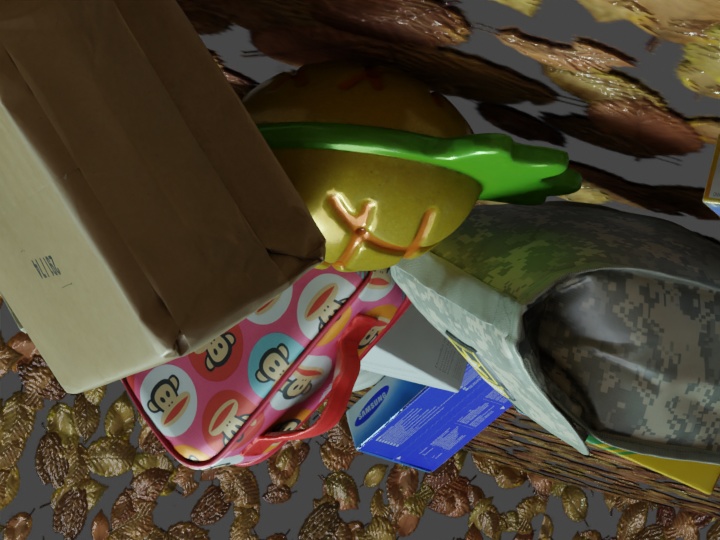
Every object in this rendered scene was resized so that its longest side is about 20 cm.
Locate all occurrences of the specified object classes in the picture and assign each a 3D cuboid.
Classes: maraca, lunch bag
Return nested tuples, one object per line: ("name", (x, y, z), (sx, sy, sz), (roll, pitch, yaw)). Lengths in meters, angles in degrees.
("maraca", (0.014, -0.053, 0.892), (0.197, 0.109, 0.137), (2, 173, 17))
("lunch bag", (0.123, 0.027, 0.950), (0.198, 0.119, 0.164), (10, -168, -26))
("lunch bag", (-0.061, 0.021, 1.047), (0.177, 0.200, 0.082), (52, -158, 24))

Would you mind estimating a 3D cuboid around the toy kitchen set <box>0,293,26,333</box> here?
("toy kitchen set", (-0.235, -0.055, 1.477), (0.201, 0.180, 0.163), (56, -177, 21))

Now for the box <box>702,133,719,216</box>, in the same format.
("box", (0.267, -0.013, 0.875), (0.118, 0.042, 0.199), (10, 167, 37))

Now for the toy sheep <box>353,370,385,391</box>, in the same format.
("toy sheep", (-0.017, 0.042, 1.475), (0.136, 0.140, 0.200), (15, -169, 8))

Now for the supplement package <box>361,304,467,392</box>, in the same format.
("supplement package", (0.000, 0.000, 1.210), (0.116, 0.119, 0.200), (13, 171, 27))

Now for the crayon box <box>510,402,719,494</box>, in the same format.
("crayon box", (0.203, 0.109, 1.326), (0.198, 0.052, 0.126), (23, -174, -10))

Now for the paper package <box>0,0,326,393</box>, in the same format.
("paper package", (-0.132, -0.048, 0.859), (0.192, 0.103, 0.200), (58, 157, -4))

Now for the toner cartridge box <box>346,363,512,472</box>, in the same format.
("toner cartridge box", (0.087, 0.090, 1.451), (0.094, 0.043, 0.200), (22, 127, -38))
